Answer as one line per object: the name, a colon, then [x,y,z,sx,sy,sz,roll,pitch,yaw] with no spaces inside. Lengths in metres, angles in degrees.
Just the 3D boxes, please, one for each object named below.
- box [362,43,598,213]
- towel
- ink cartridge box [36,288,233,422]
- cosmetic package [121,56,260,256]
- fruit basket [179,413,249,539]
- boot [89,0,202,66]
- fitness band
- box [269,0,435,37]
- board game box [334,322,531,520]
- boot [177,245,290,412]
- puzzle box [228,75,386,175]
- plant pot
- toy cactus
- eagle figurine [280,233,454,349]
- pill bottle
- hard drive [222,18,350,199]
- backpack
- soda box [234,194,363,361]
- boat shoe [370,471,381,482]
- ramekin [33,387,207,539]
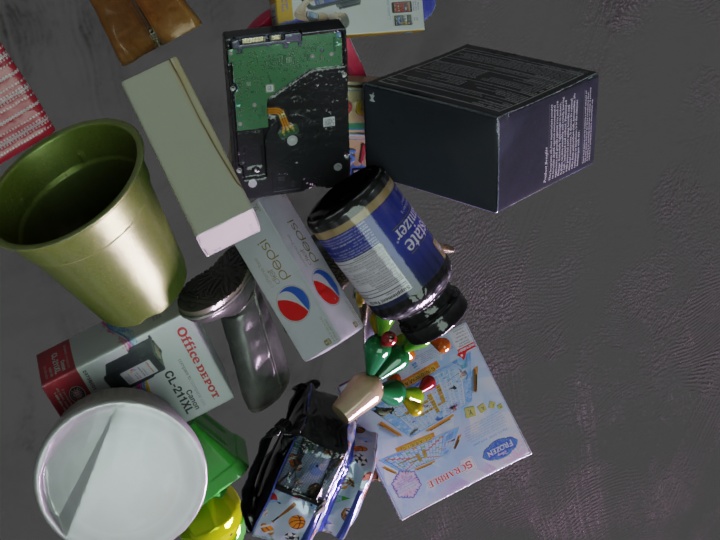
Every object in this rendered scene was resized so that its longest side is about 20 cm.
box: [0.139,-0.171,1.534,0.198,0.200,0.123,-26,125,-41]
towel: [-0.452,-0.201,1.456,0.144,0.022,0.200,-31,122,-5]
ink cartridge box: [-0.280,0.132,1.636,0.200,0.083,0.146,-27,119,-5]
cosmetic package: [-0.191,-0.127,1.476,0.073,0.104,0.200,-27,80,-5]
fruit basket: [-0.222,0.304,1.712,0.215,0.156,0.216,-1,100,-7]
boot: [-0.231,-0.346,1.439,0.188,0.068,0.200,-34,121,-2]
fitness band: [-0.067,-0.224,1.574,0.143,0.037,0.200,-26,119,-3]
box: [-0.007,-0.331,1.516,0.200,0.041,0.119,-7,97,-12]
board game box: [0.097,0.202,1.767,0.200,0.041,0.200,-25,85,-6]
boot: [-0.153,0.088,1.629,0.072,0.182,0.200,11,120,25]
puzzle box: [-0.057,-0.169,1.569,0.200,0.025,0.133,-1,115,-16]
plant pot: [-0.296,-0.039,1.510,0.200,0.200,0.190,-32,133,-3]
toy cactus: [0.038,0.133,1.650,0.165,0.102,0.200,-43,152,-20]
eagle figurine: [-0.003,0.004,1.668,0.152,0.151,0.200,44,134,8]
pill bottle: [0.036,-0.014,1.533,0.112,0.112,0.200,-37,107,1]
hard drive: [-0.084,-0.184,1.509,0.139,0.038,0.200,-10,123,-12]
backpack: [-0.066,0.263,1.677,0.154,0.200,0.191,31,104,0]
soda box: [-0.082,0.006,1.594,0.064,0.068,0.200,-32,89,29]
boat shoe: [0.045,0.252,1.812,0.200,0.072,0.076,-24,120,-7]
ramekin: [-0.287,0.232,1.565,0.202,0.094,0.203,-4,107,-12]
